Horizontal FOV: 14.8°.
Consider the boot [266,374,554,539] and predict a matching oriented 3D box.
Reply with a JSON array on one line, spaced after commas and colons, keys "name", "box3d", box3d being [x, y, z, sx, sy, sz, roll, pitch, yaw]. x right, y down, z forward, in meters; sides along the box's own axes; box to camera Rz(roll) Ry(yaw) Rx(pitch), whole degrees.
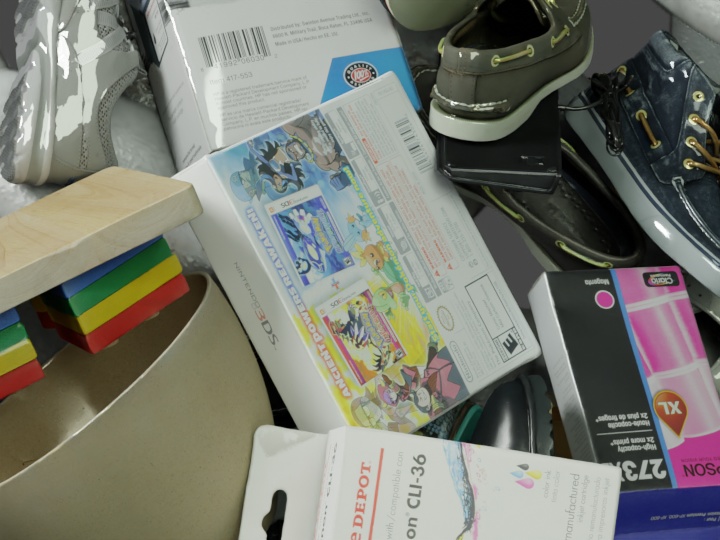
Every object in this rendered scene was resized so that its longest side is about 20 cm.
[{"name": "boot", "box3d": [0.027, 0.153, 1.614, 0.168, 0.076, 0.200, 4, 75, -3]}]

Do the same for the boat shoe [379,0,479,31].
[{"name": "boat shoe", "box3d": [0.059, -0.200, 1.793, 0.063, 0.071, 0.200, 52, 27, 16]}]

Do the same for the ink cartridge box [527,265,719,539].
[{"name": "ink cartridge box", "box3d": [0.171, 0.091, 1.677, 0.095, 0.037, 0.200, -3, 63, -21]}]

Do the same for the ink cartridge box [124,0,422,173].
[{"name": "ink cartridge box", "box3d": [-0.065, -0.166, 1.772, 0.146, 0.086, 0.200, -12, 74, -22]}]

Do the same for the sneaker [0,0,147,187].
[{"name": "sneaker", "box3d": [-0.174, -0.143, 1.747, 0.082, 0.075, 0.200, 13, 78, -20]}]

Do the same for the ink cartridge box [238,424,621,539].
[{"name": "ink cartridge box", "box3d": [0.035, 0.152, 1.537, 0.200, 0.067, 0.117, 9, 82, -8]}]

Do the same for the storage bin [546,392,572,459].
[{"name": "storage bin", "box3d": [0.190, 0.180, 1.722, 0.200, 0.094, 0.199, 8, 69, -14]}]

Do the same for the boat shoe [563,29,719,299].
[{"name": "boat shoe", "box3d": [0.210, -0.071, 1.777, 0.091, 0.071, 0.200, -44, 50, 13]}]

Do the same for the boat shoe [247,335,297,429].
[{"name": "boat shoe", "box3d": [-0.012, 0.053, 1.718, 0.199, 0.068, 0.074, -15, 76, -22]}]

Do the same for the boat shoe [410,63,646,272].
[{"name": "boat shoe", "box3d": [0.105, -0.068, 1.803, 0.201, 0.061, 0.072, 42, 64, 1]}]

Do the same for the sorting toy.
[{"name": "sorting toy", "box3d": [-0.195, 0.017, 1.602, 0.199, 0.200, 0.070, -27, 102, -14]}]

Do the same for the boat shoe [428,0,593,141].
[{"name": "boat shoe", "box3d": [0.101, -0.147, 1.757, 0.072, 0.060, 0.202, 14, 31, 19]}]

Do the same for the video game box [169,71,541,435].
[{"name": "video game box", "box3d": [0.000, 0.000, 1.648, 0.182, 0.047, 0.200, -27, 90, -49]}]

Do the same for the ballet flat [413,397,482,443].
[{"name": "ballet flat", "box3d": [0.012, 0.160, 1.698, 0.074, 0.074, 0.200, 27, 64, -6]}]

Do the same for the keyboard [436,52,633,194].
[{"name": "keyboard", "box3d": [0.111, -0.099, 1.754, 0.127, 0.021, 0.200, 3, 30, 1]}]

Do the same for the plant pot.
[{"name": "plant pot", "box3d": [-0.125, 0.116, 1.606, 0.200, 0.200, 0.134, -45, 106, -26]}]

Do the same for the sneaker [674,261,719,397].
[{"name": "sneaker", "box3d": [0.231, -0.006, 1.816, 0.092, 0.076, 0.200, -13, 74, -17]}]
